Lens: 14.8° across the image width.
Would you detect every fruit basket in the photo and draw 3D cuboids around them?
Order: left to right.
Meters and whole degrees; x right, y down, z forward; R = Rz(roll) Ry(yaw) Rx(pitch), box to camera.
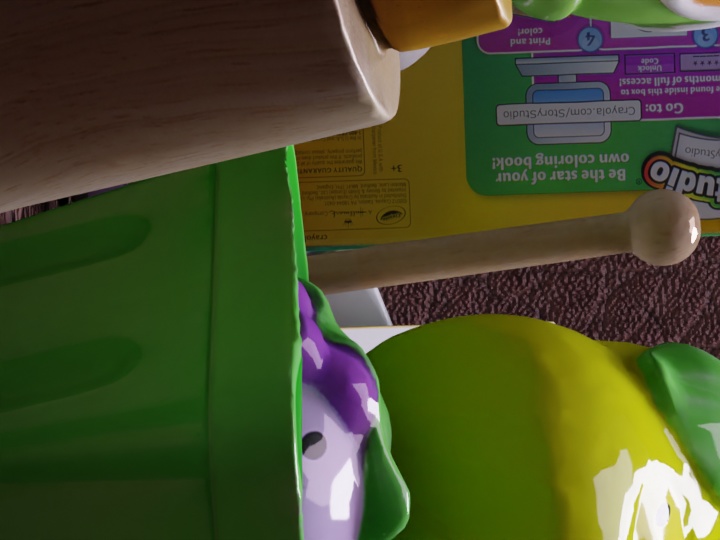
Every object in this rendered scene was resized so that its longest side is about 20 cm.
[{"bbox_3d":[0.001,0.075,0.638,0.156,0.214,0.217,-93,180,-59],"label":"fruit basket"}]

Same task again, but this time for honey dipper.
[{"bbox_3d":[0.000,0.000,0.804,0.038,0.199,0.038,-7,90,-88],"label":"honey dipper"}]

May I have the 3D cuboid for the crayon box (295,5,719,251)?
[{"bbox_3d":[0.068,-0.070,0.887,0.058,0.199,0.119,-78,166,-83],"label":"crayon box"}]

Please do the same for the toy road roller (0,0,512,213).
[{"bbox_3d":[-0.053,-0.126,0.493,0.146,0.122,0.201,64,16,-52],"label":"toy road roller"}]

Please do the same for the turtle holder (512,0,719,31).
[{"bbox_3d":[0.090,-0.142,0.799,0.186,0.131,0.142,-117,-148,-77],"label":"turtle holder"}]

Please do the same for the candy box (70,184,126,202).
[{"bbox_3d":[-0.071,-0.133,0.917,0.168,0.071,0.201,87,0,-71],"label":"candy box"}]

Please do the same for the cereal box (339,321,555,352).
[{"bbox_3d":[0.020,0.089,0.831,0.200,0.039,0.145,2,72,-61],"label":"cereal box"}]

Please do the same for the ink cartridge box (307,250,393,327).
[{"bbox_3d":[-0.015,0.095,0.986,0.201,0.084,0.176,67,-11,-6],"label":"ink cartridge box"}]

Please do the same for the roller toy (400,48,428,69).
[{"bbox_3d":[-0.038,-0.140,0.727,0.200,0.139,0.183,86,1,-60],"label":"roller toy"}]
